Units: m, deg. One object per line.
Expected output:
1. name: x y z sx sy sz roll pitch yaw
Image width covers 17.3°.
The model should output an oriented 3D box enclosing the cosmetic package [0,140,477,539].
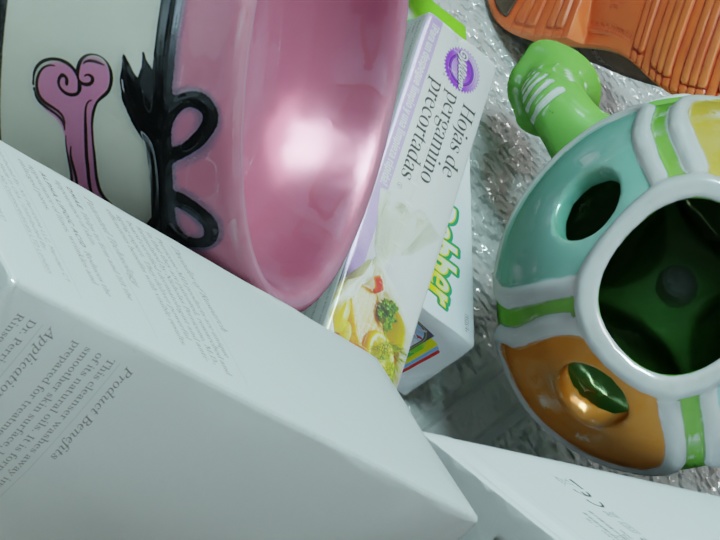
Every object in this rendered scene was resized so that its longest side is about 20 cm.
1. cosmetic package: -0.074 0.051 0.654 0.200 0.113 0.081 33 17 -47

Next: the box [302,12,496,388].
1. box: 0.000 0.000 0.846 0.039 0.041 0.200 36 55 -28

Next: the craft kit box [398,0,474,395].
1. craft kit box: -0.038 -0.078 0.937 0.197 0.048 0.200 37 34 -31

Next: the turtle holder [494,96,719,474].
1. turtle holder: 0.138 -0.002 0.905 0.132 0.185 0.141 11 55 -84

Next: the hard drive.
1. hard drive: 0.116 0.107 0.801 0.200 0.027 0.132 15 15 -45

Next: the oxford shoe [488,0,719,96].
1. oxford shoe: 0.156 -0.116 1.126 0.200 0.071 0.073 26 4 42

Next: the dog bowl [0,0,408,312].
1. dog bowl: -0.042 -0.073 0.737 0.200 0.074 0.201 10 90 -75

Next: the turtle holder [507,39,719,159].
1. turtle holder: 0.140 -0.013 1.051 0.185 0.141 0.132 16 11 11
